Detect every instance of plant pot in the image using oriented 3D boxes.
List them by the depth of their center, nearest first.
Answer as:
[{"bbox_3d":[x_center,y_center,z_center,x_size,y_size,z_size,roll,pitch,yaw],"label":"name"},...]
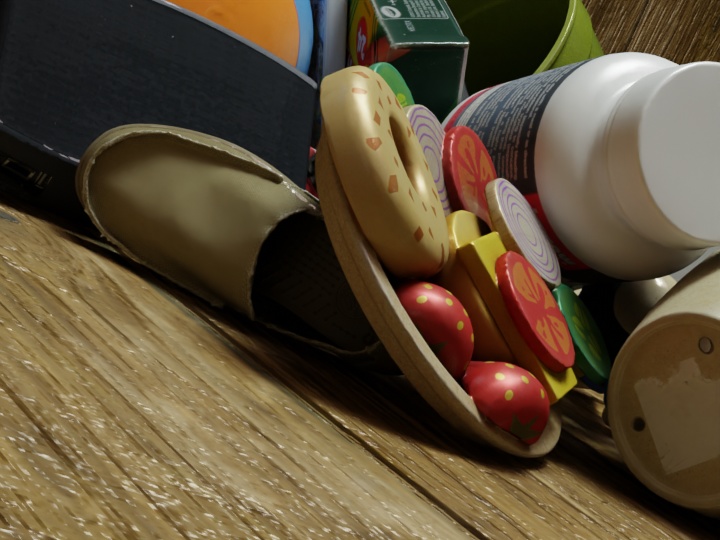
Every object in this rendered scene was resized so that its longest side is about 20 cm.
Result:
[{"bbox_3d":[0.215,0.059,0.910,0.187,0.188,0.200,28,21,33],"label":"plant pot"},{"bbox_3d":[0.125,-0.108,1.398,0.193,0.200,0.200,48,-9,-35],"label":"plant pot"}]

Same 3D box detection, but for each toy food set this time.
[{"bbox_3d":[0.046,-0.007,0.841,0.200,0.049,0.198,60,20,3],"label":"toy food set"}]

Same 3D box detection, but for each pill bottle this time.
[{"bbox_3d":[0.128,-0.052,0.958,0.119,0.120,0.200,22,-12,-22],"label":"pill bottle"}]

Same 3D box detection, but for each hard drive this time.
[{"bbox_3d":[-0.113,-0.083,0.956,0.200,0.135,0.042,20,-29,-28],"label":"hard drive"}]

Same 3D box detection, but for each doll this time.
[{"bbox_3d":[0.153,0.027,1.086,0.048,0.137,0.200,-1,-6,-3],"label":"doll"}]

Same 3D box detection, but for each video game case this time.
[{"bbox_3d":[-0.038,-0.110,1.181,0.018,0.201,0.143,-2,12,-17],"label":"video game case"}]

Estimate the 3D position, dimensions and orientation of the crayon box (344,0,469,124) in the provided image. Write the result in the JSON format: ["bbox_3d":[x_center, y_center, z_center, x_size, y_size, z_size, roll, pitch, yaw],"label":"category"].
[{"bbox_3d":[0.018,-0.076,1.117,0.051,0.200,0.127,-2,32,-12],"label":"crayon box"}]

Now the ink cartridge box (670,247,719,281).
[{"bbox_3d":[0.256,0.017,1.478,0.144,0.146,0.200,23,6,-12],"label":"ink cartridge box"}]

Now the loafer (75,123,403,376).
[{"bbox_3d":[-0.050,-0.015,0.865,0.200,0.076,0.067,25,0,8],"label":"loafer"}]

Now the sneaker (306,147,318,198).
[{"bbox_3d":[0.000,0.000,1.033,0.200,0.079,0.095,40,4,43],"label":"sneaker"}]

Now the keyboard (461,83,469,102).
[{"bbox_3d":[0.047,-0.069,1.180,0.040,0.104,0.200,-17,-14,-7],"label":"keyboard"}]

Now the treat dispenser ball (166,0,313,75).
[{"bbox_3d":[-0.129,-0.145,1.103,0.201,0.201,0.201,24,6,-3],"label":"treat dispenser ball"}]

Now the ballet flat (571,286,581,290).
[{"bbox_3d":[0.125,-0.004,1.212,0.074,0.074,0.200,27,36,25],"label":"ballet flat"}]
